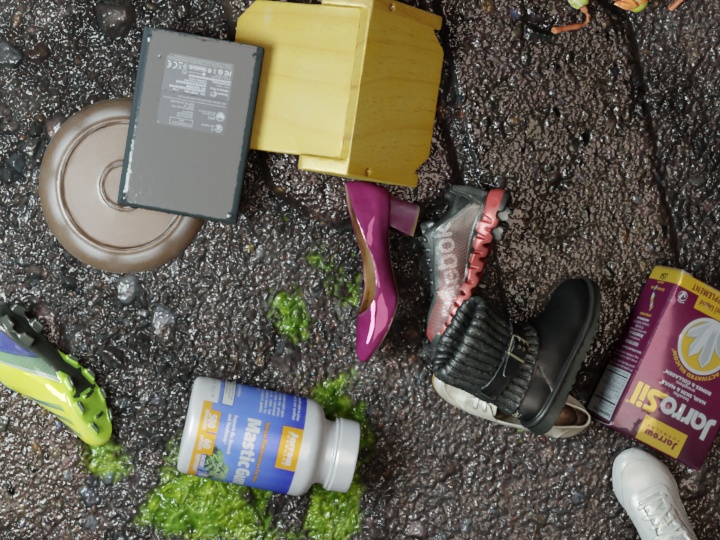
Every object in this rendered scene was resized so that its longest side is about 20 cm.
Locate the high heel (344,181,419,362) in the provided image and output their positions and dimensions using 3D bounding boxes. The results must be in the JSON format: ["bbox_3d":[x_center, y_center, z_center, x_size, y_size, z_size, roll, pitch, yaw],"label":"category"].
[{"bbox_3d":[0.000,0.000,1.663,0.095,0.067,0.203,18,76,-17],"label":"high heel"}]

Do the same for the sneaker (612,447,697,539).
[{"bbox_3d":[0.369,0.304,1.707,0.074,0.100,0.202,-28,94,-3],"label":"sneaker"}]

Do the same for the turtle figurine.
[{"bbox_3d":[0.301,-0.369,1.684,0.197,0.064,0.163,-20,95,-5],"label":"turtle figurine"}]

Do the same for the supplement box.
[{"bbox_3d":[0.375,0.113,1.696,0.130,0.103,0.202,25,90,-9],"label":"supplement box"}]

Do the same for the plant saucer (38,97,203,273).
[{"bbox_3d":[-0.272,-0.097,1.645,0.197,0.032,0.204,0,93,-6],"label":"plant saucer"}]

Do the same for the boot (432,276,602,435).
[{"bbox_3d":[0.184,0.067,1.649,0.157,0.079,0.213,32,62,-14],"label":"boot"}]

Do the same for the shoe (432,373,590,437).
[{"bbox_3d":[0.182,0.150,1.699,0.197,0.053,0.071,17,90,-7],"label":"shoe"}]

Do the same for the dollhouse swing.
[{"bbox_3d":[-0.032,-0.212,1.667,0.180,0.174,0.203,6,92,-48],"label":"dollhouse swing"}]

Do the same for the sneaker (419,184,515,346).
[{"bbox_3d":[0.107,-0.010,1.677,0.097,0.071,0.203,21,101,9],"label":"sneaker"}]

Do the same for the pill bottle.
[{"bbox_3d":[-0.104,0.195,1.638,0.197,0.112,0.114,12,91,-6],"label":"pill bottle"}]

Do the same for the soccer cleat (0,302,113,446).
[{"bbox_3d":[-0.364,0.126,1.639,0.083,0.065,0.201,-35,102,26],"label":"soccer cleat"}]

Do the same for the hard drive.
[{"bbox_3d":[-0.192,-0.162,1.616,0.137,0.033,0.203,9,91,-4],"label":"hard drive"}]
